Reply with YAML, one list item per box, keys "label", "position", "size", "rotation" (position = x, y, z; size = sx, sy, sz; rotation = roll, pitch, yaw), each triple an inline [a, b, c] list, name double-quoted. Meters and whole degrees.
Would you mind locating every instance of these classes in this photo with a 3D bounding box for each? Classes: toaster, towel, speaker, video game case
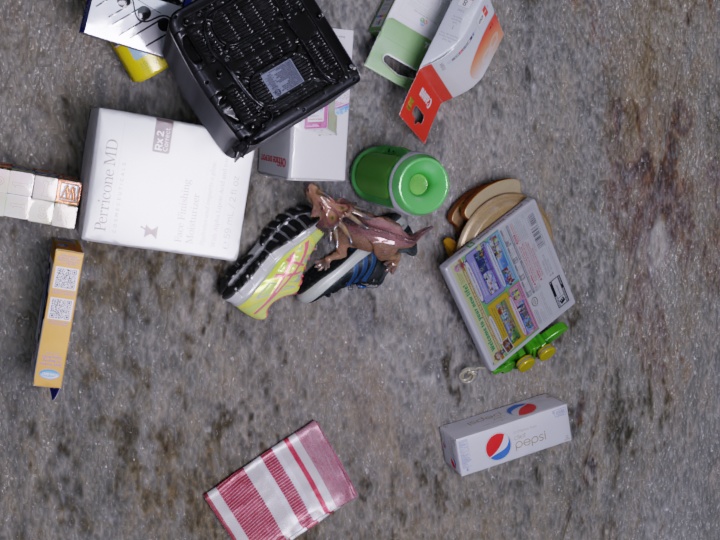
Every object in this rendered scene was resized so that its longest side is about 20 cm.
- label: "toaster"
  position: [-0.128, -0.246, 1.216]
  size: [0.199, 0.119, 0.182]
  rotation: [-35, 95, -18]
- label: "towel"
  position: [-0.116, 0.336, 1.528]
  size: [0.199, 0.023, 0.145]
  rotation: [-32, 107, -11]
- label: "speaker"
  position: [0.050, -0.126, 1.411]
  size: [0.088, 0.200, 0.089]
  rotation: [-3, 101, -19]
- label: "video game case"
  position: [0.224, 0.022, 1.529]
  size: [0.182, 0.022, 0.201]
  rotation: [-37, 120, -17]

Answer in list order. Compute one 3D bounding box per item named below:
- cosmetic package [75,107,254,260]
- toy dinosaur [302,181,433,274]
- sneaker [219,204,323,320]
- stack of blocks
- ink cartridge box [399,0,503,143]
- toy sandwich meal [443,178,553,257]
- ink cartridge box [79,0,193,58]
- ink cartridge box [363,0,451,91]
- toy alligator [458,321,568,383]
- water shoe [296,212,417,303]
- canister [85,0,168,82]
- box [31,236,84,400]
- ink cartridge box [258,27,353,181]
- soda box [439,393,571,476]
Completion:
- label: "cosmetic package"
  position: [-0.259, -0.114, 1.322]
  size: [0.198, 0.165, 0.166]
  rotation: [7, 95, -20]
- label: "toy dinosaur"
  position: [0.011, -0.053, 1.385]
  size: [0.198, 0.136, 0.087]
  rotation: [7, 72, -10]
- label: "sneaker"
  position: [-0.107, -0.012, 1.451]
  size: [0.200, 0.078, 0.090]
  rotation: [-44, 124, -6]
- label: "stack of blocks"
  position: [-0.459, -0.104, 1.281]
  size: [0.198, 0.115, 0.059]
  rotation: [10, 96, -20]
- label: "ink cartridge box"
  position: [0.132, -0.283, 1.439]
  size: [0.050, 0.162, 0.201]
  rotation: [23, 89, 18]
- label: "toy sandwich meal"
  position: [0.208, -0.036, 1.558]
  size: [0.204, 0.070, 0.207]
  rotation: [-9, 108, -28]
- label: "ink cartridge box"
  position: [-0.241, -0.313, 1.271]
  size: [0.199, 0.044, 0.095]
  rotation: [13, 97, -26]
- label: "ink cartridge box"
  position: [0.082, -0.360, 1.457]
  size: [0.103, 0.059, 0.201]
  rotation: [26, 90, -21]
- label: "toy alligator"
  position: [0.240, 0.138, 1.605]
  size: [0.199, 0.059, 0.054]
  rotation: [-26, 147, -14]
- label: "water shoe"
  position: [0.000, 0.000, 1.485]
  size: [0.199, 0.071, 0.079]
  rotation: [-37, 112, -9]
- label: "canister"
  position: [-0.284, -0.364, 1.314]
  size: [0.148, 0.086, 0.201]
  rotation: [-33, 110, -12]
- label: "box"
  position: [-0.399, 0.063, 1.328]
  size: [0.041, 0.119, 0.202]
  rotation: [11, 95, -20]
- label: "ink cartridge box"
  position: [-0.077, -0.224, 1.378]
  size: [0.084, 0.144, 0.202]
  rotation: [1, 99, -23]
- label: "soda box"
  position: [0.230, 0.258, 1.612]
  size: [0.198, 0.068, 0.064]
  rotation: [-14, 104, -16]
